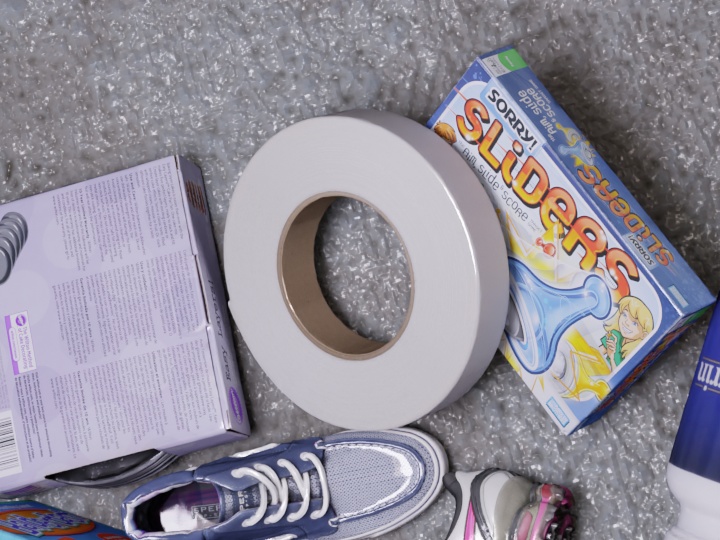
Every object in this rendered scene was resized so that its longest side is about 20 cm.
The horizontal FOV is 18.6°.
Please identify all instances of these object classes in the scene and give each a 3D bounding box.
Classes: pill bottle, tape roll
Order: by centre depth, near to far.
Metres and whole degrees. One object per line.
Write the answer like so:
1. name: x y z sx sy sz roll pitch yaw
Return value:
1. pill bottle: 0.247 0.095 1.293 0.116 0.116 0.200 16 91 16
2. tape roll: 0.000 0.000 1.368 0.203 0.037 0.203 10 108 35

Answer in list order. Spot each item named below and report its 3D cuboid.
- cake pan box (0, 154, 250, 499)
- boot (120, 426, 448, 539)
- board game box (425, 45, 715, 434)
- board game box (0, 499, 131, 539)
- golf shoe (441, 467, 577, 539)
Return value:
1. cake pan box: -0.177 0.042 1.442 0.184 0.052 0.200 -17 76 16
2. boot: -0.048 0.144 1.386 0.200 0.090 0.073 -16 82 15
3. board game box: 0.109 -0.017 1.337 0.200 0.034 0.135 52 136 16
4. board game box: -0.158 0.195 1.384 0.200 0.152 0.045 16 91 16
5. golf shoe: 0.067 0.221 1.361 0.092 0.073 0.200 12 78 23
